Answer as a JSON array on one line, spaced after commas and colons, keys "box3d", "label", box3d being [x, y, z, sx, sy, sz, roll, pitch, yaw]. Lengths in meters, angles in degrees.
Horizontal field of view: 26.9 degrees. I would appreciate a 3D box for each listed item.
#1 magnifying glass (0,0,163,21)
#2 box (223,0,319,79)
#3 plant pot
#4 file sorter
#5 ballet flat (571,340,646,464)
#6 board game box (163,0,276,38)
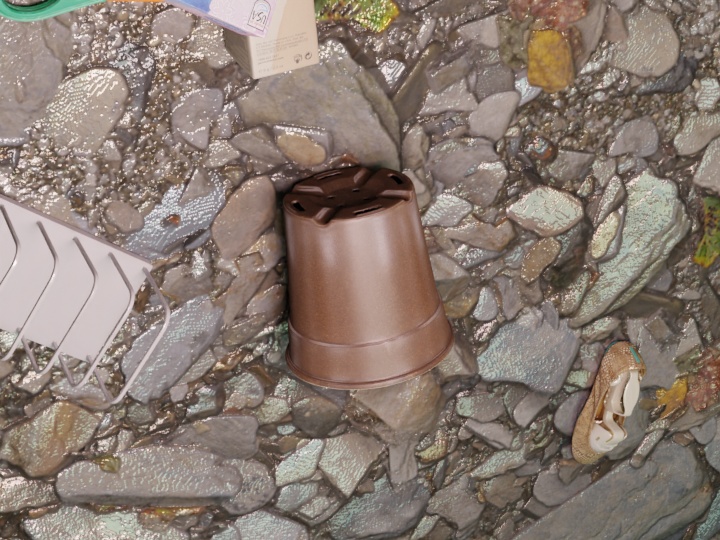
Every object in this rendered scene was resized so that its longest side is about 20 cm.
[{"box3d": [-0.272, -0.279, 1.497, 0.199, 0.022, 0.080, -6, 149, -30], "label": "magnifying glass"}, {"box3d": [-0.100, -0.309, 1.530, 0.077, 0.095, 0.201, -16, 125, -17], "label": "box"}, {"box3d": [0.000, 0.000, 1.709, 0.199, 0.200, 0.199, -15, 117, -16], "label": "plant pot"}, {"box3d": [-0.326, 0.037, 1.608, 0.199, 0.125, 0.139, 26, 105, -34], "label": "file sorter"}, {"box3d": [0.340, 0.193, 2.052, 0.070, 0.065, 0.201, -3, 120, -25], "label": "ballet flat"}, {"box3d": [-0.139, -0.338, 1.367, 0.199, 0.043, 0.200, 16, 93, -46], "label": "board game box"}]
